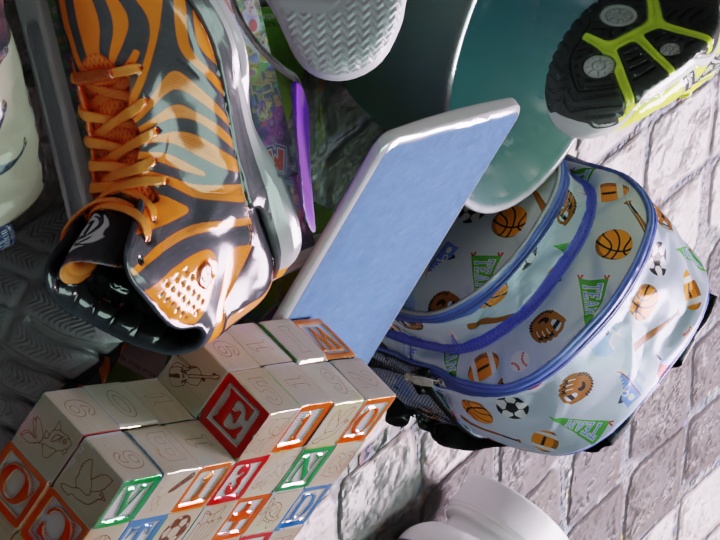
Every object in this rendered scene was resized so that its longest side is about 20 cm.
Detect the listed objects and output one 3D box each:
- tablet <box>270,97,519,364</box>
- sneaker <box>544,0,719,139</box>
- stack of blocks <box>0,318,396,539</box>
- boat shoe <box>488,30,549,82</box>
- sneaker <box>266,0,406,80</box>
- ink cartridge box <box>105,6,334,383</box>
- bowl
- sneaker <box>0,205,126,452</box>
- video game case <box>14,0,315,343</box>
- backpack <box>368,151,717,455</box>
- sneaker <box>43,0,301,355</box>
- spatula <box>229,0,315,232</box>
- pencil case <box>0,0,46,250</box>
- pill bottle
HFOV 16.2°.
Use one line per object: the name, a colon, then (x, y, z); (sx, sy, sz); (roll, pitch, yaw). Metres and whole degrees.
tablet: (0.000, 0.000, 1.270); (0.130, 0.014, 0.201); (-19, 146, -54)
sneaker: (0.167, -0.119, 1.378); (0.200, 0.075, 0.077); (-42, 145, -39)
stack of blocks: (-0.082, 0.088, 1.172); (0.115, 0.059, 0.200); (-55, 156, 21)
boat shoe: (0.123, -0.109, 1.518); (0.200, 0.072, 0.076); (5, 109, -58)
sneaker: (-0.008, -0.156, 1.207); (0.114, 0.075, 0.201); (76, 7, -59)
ink cartridge box: (-0.063, -0.028, 1.294); (0.147, 0.076, 0.201); (-10, 122, -54)
bowl: (0.057, -0.142, 1.351); (0.201, 0.105, 0.202); (-44, 147, -39)
sneaker: (-0.155, 0.060, 1.224); (0.200, 0.077, 0.112); (-54, 159, -12)
video game case: (-0.091, -0.082, 1.176); (0.143, 0.018, 0.201); (-23, 104, -48)
backpack: (0.099, 0.010, 1.461); (0.154, 0.190, 0.201); (41, 77, -43)
sneaker: (-0.098, -0.052, 1.093); (0.112, 0.077, 0.201); (-48, 121, -41)
spatula: (-0.050, -0.116, 1.167); (0.020, 0.201, 0.057); (-21, 172, 1)
pencil case: (-0.187, -0.096, 1.050); (0.201, 0.077, 0.090); (81, 31, -46)
pill bottle: (0.048, 0.234, 1.631); (0.200, 0.112, 0.112); (-54, 148, -16)
